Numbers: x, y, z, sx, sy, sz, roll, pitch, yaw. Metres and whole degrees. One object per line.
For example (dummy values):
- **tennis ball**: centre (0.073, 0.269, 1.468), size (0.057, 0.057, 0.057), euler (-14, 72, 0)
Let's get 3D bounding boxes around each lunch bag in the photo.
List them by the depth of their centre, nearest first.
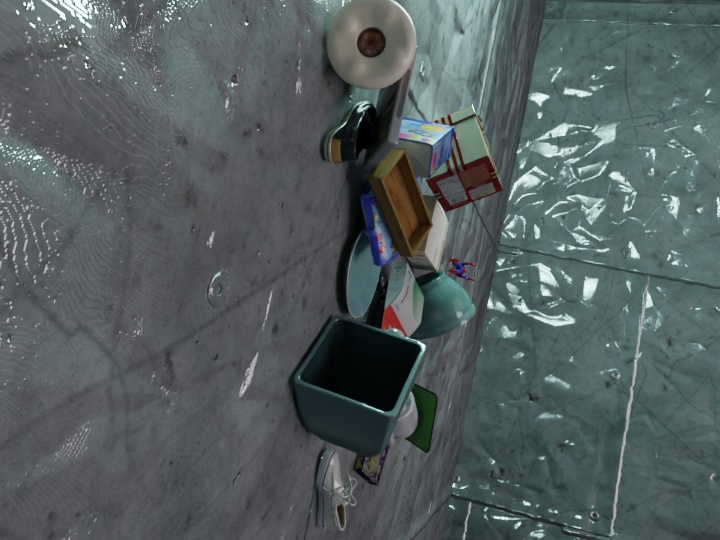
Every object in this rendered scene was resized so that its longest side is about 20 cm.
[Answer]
- **lunch bag**: centre (0.060, -0.111, 1.285), size (0.200, 0.094, 0.151), euler (-48, 134, -55)

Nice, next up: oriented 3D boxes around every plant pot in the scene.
- **plant pot**: centre (-0.004, 0.245, 1.189), size (0.196, 0.196, 0.200), euler (-56, 158, -49)
- **plant pot**: centre (0.200, 0.083, 1.692), size (0.134, 0.200, 0.200), euler (67, 29, -11)

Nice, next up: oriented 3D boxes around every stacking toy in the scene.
- **stacking toy**: centre (0.023, -0.379, 1.075), size (0.200, 0.146, 0.147), euler (-63, 161, -81)

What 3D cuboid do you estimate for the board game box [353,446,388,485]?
- **board game box**: centre (0.033, 0.496, 1.642), size (0.200, 0.032, 0.120), euler (64, 36, -58)

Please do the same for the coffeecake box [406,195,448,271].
- **coffeecake box**: centre (0.176, -0.098, 1.668), size (0.200, 0.073, 0.154), euler (43, 59, -67)

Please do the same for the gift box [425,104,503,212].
- **gift box**: centre (0.237, -0.273, 1.535), size (0.200, 0.184, 0.187), euler (51, 25, -58)

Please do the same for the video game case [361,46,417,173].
- **video game case**: centre (0.051, -0.290, 1.138), size (0.200, 0.022, 0.183), euler (157, -54, -76)

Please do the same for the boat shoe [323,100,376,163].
- **boat shoe**: centre (-0.003, -0.250, 1.116), size (0.200, 0.062, 0.075), euler (-59, 151, -50)

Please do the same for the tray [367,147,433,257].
- **tray**: centre (0.083, -0.133, 1.227), size (0.099, 0.037, 0.200), euler (-55, 136, -31)

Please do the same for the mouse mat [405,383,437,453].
- **mouse mat**: centre (0.139, 0.386, 1.681), size (0.008, 0.200, 0.161), euler (5, 97, -31)

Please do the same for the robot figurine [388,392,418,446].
- **robot figurine**: centre (0.091, 0.368, 1.608), size (0.200, 0.113, 0.170), euler (74, 31, -51)

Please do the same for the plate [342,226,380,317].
- **plate**: centre (0.000, 0.000, 1.304), size (0.200, 0.026, 0.201), euler (11, 90, -70)

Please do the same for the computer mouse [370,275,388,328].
- **computer mouse**: centre (0.053, 0.120, 1.483), size (0.138, 0.053, 0.201), euler (28, 61, -67)

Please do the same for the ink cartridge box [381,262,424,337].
- **ink cartridge box**: centre (0.103, 0.106, 1.479), size (0.161, 0.050, 0.200), euler (61, 31, -49)

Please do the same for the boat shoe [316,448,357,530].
- **boat shoe**: centre (-0.046, 0.480, 1.327), size (0.075, 0.086, 0.203), euler (-37, 134, -62)

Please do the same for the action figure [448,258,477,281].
- **action figure**: centre (0.390, -0.001, 2.281), size (0.200, 0.099, 0.065), euler (14, 88, -73)

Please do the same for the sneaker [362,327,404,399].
- **sneaker**: centre (0.042, 0.228, 1.340), size (0.201, 0.074, 0.118), euler (-61, -170, 12)

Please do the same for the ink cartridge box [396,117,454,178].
- **ink cartridge box**: centre (0.118, -0.273, 1.325), size (0.200, 0.136, 0.077), euler (-46, 147, -57)
